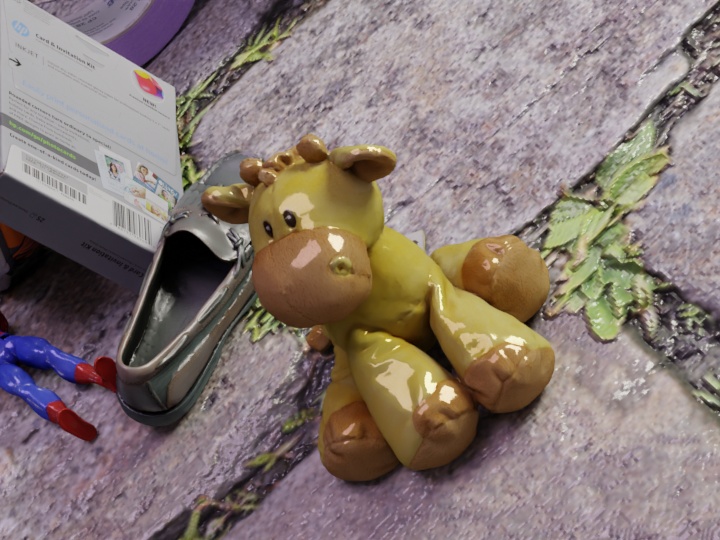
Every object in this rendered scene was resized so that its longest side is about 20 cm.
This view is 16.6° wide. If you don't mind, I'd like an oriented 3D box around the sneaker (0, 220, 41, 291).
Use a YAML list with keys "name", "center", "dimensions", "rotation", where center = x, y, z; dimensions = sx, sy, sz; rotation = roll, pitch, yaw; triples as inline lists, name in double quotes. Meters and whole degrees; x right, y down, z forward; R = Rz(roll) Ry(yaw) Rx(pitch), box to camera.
- name: "sneaker"
  center: [-0.237, -0.054, 1.687]
  dimensions: [0.112, 0.078, 0.200]
  rotation: [-48, 2, -8]

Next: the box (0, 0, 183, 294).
- name: "box"
  center: [-0.190, -0.086, 1.670]
  dimensions: [0.041, 0.156, 0.200]
  rotation: [-42, 36, 28]

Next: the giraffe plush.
- name: "giraffe plush"
  center: [0.000, 0.000, 1.419]
  dimensions: [0.173, 0.162, 0.200]
  rotation: [-35, 39, 11]

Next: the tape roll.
- name: "tape roll"
  center: [-0.214, -0.235, 1.795]
  dimensions: [0.200, 0.200, 0.066]
  rotation: [-47, 39, -4]

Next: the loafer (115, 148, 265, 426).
- name: "loafer"
  center: [-0.103, 0.002, 1.578]
  dimensions: [0.072, 0.063, 0.200]
  rotation: [13, 64, 18]

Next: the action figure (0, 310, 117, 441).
- name: "action figure"
  center: [-0.248, 0.046, 1.655]
  dimensions: [0.200, 0.099, 0.065]
  rotation: [17, 66, 51]
